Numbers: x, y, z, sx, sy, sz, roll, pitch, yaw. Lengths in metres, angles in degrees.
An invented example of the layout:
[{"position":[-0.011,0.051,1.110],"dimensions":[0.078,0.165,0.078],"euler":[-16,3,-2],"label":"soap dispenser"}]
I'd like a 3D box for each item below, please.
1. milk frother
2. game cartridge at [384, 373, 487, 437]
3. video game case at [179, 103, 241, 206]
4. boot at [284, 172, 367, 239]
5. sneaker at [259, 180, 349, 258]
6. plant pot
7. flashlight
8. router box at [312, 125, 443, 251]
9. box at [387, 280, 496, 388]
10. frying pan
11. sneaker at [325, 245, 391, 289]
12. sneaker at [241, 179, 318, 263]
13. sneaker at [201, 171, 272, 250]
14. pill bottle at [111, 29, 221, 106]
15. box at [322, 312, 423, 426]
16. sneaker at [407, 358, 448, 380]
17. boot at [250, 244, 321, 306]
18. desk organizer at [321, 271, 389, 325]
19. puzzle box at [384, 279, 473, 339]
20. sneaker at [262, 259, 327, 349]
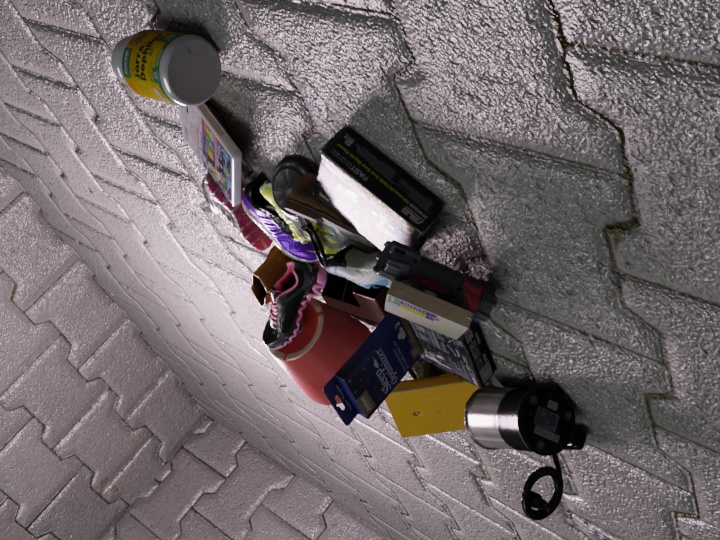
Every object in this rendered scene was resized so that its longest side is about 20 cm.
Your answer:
[{"position":[0.275,0.312,1.643],"dimensions":[0.180,0.201,0.188],"euler":[42,160,-12],"label":"milk frother"},{"position":[0.155,0.260,1.828],"dimensions":[0.197,0.033,0.177],"euler":[-10,140,10],"label":"game cartridge"},{"position":[-0.277,-0.233,1.735],"dimensions":[0.183,0.023,0.200],"euler":[53,161,13],"label":"video game case"},{"position":[-0.020,-0.099,1.547],"dimensions":[0.198,0.076,0.074],"euler":[23,176,-5],"label":"boot"},{"position":[-0.109,-0.094,1.665],"dimensions":[0.199,0.077,0.075],"euler":[34,-168,25],"label":"sneaker"},{"position":[-0.089,0.153,1.927],"dimensions":[0.199,0.202,0.177],"euler":[23,166,40],"label":"plant pot"},{"position":[0.114,0.019,1.436],"dimensions":[0.198,0.069,0.068],"euler":[21,170,-22],"label":"flashlight"},{"position":[0.022,-0.110,1.449],"dimensions":[0.199,0.062,0.150],"euler":[39,160,7],"label":"router box"},{"position":[0.146,0.110,1.679],"dimensions":[0.157,0.050,0.201],"euler":[24,152,40],"label":"box"},{"position":[-0.111,-0.102,1.616],"dimensions":[0.114,0.031,0.193],"euler":[11,109,35],"label":"frying pan"},{"position":[0.000,0.000,1.690],"dimensions":[0.199,0.072,0.073],"euler":[9,132,56],"label":"sneaker"},{"position":[-0.144,-0.097,1.760],"dimensions":[0.199,0.070,0.100],"euler":[39,157,6],"label":"sneaker"},{"position":[-0.251,-0.125,1.895],"dimensions":[0.200,0.074,0.087],"euler":[50,164,-22],"label":"sneaker"},{"position":[-0.327,-0.338,1.551],"dimensions":[0.199,0.113,0.113],"euler":[20,151,45],"label":"pill bottle"},{"position":[0.025,0.178,1.676],"dimensions":[0.032,0.200,0.122],"euler":[24,153,43],"label":"box"},{"position":[0.134,0.217,1.855],"dimensions":[0.200,0.089,0.077],"euler":[48,159,-15],"label":"sneaker"},{"position":[-0.153,0.022,1.902],"dimensions":[0.070,0.144,0.202],"euler":[29,156,30],"label":"boot"},{"position":[0.001,0.040,1.771],"dimensions":[0.199,0.072,0.077],"euler":[15,145,49],"label":"desk organizer"},{"position":[0.103,0.064,1.461],"dimensions":[0.132,0.026,0.200],"euler":[23,172,3],"label":"puzzle box"},{"position":[-0.149,0.061,1.823],"dimensions":[0.095,0.202,0.079],"euler":[14,-160,-47],"label":"sneaker"}]
